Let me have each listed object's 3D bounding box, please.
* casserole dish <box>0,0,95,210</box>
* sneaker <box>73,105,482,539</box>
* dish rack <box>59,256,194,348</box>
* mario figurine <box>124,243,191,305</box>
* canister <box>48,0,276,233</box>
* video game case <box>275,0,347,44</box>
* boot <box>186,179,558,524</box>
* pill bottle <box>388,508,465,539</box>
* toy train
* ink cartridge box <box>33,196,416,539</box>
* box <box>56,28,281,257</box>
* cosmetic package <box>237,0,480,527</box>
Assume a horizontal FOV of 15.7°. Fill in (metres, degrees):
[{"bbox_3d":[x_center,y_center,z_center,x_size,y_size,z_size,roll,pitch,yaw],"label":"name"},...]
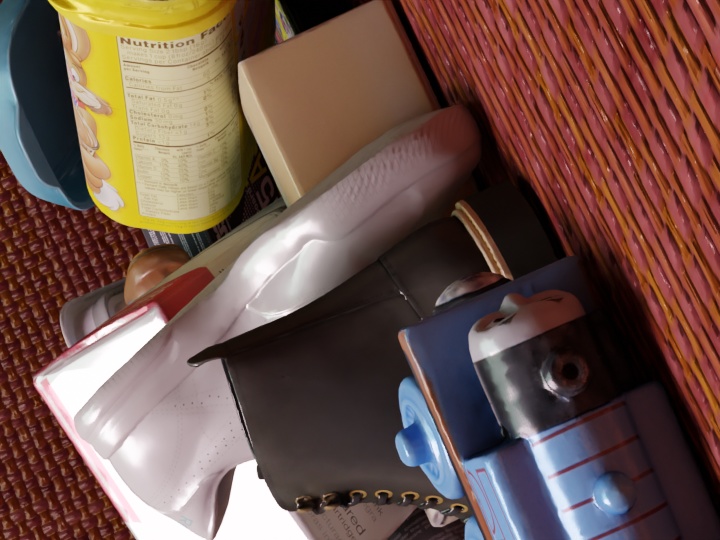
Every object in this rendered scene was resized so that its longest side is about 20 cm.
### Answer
[{"bbox_3d":[-0.158,-0.119,1.441,0.122,0.039,0.201,67,-149,-32],"label":"casserole dish"},{"bbox_3d":[-0.014,0.022,1.013,0.089,0.200,0.075,47,-166,-2],"label":"sneaker"},{"bbox_3d":[-0.062,0.079,1.376,0.201,0.043,0.172,54,-158,4],"label":"dish rack"},{"bbox_3d":[-0.047,0.075,1.256,0.106,0.123,0.201,80,172,-65],"label":"mario figurine"},{"bbox_3d":[-0.083,-0.124,1.139,0.200,0.086,0.150,91,-172,-62],"label":"canister"},{"bbox_3d":[-0.040,-0.146,1.325,0.181,0.025,0.201,75,171,-61],"label":"video game case"},{"bbox_3d":[0.032,0.084,0.981,0.077,0.138,0.201,-138,23,-78],"label":"boot"},{"bbox_3d":[0.057,0.170,1.283,0.200,0.110,0.111,-124,11,-62],"label":"pill bottle"},{"bbox_3d":[0.079,0.092,0.877,0.114,0.086,0.201,149,99,-76],"label":"toy train"},{"bbox_3d":[-0.031,0.053,1.158,0.146,0.085,0.200,56,-149,-4],"label":"ink cartridge box"},{"bbox_3d":[-0.089,-0.095,1.487,0.201,0.044,0.161,69,-150,-29],"label":"box"},{"bbox_3d":[0.021,-0.001,1.090,0.105,0.071,0.201,87,159,-78],"label":"cosmetic package"}]
